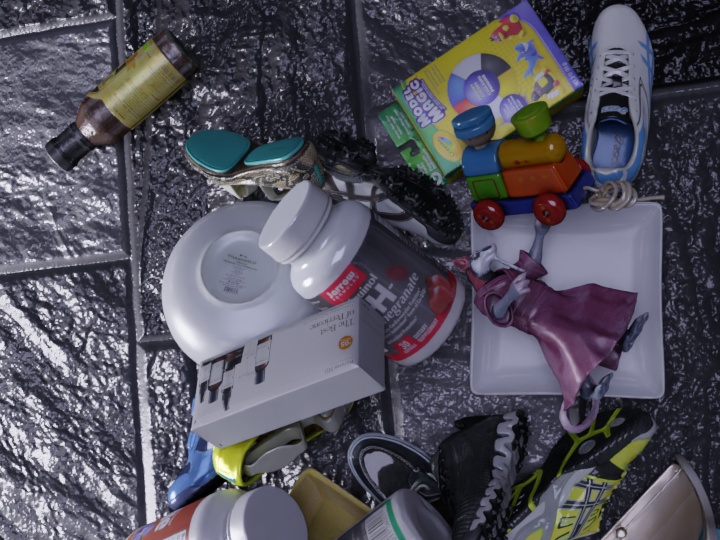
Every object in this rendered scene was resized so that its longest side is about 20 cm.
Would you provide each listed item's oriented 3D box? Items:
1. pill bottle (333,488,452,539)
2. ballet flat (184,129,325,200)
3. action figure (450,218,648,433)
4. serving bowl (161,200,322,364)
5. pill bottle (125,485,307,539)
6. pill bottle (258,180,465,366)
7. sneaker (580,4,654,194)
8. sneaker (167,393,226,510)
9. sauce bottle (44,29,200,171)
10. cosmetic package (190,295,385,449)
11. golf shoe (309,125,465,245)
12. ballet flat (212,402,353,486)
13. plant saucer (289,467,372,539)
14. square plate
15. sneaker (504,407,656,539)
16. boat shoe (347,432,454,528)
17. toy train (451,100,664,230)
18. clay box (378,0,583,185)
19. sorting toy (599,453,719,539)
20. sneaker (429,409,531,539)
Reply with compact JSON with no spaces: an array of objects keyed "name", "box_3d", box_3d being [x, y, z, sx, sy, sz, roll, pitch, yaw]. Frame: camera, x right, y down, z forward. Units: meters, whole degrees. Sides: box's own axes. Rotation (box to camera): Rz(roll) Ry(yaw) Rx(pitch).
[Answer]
[{"name":"pill bottle","box_3d":[-0.002,0.309,0.884,0.200,0.113,0.113,-40,79,11]},{"name":"ballet flat","box_3d":[-0.116,-0.109,1.024,0.199,0.076,0.068,10,50,41]},{"name":"action figure","box_3d":[0.178,0.038,0.937,0.199,0.134,0.150,29,133,24]},{"name":"serving bowl","box_3d":[-0.122,0.009,0.996,0.198,0.066,0.202,-2,67,6]},{"name":"pill bottle","box_3d":[-0.151,0.289,0.947,0.199,0.112,0.113,-30,79,33]},{"name":"pill bottle","box_3d":[0.000,0.000,0.937,0.199,0.111,0.111,36,92,-21]},{"name":"sneaker","box_3d":[0.267,-0.180,0.964,0.071,0.072,0.202,3,84,13]},{"name":"sneaker","box_3d":[-0.152,0.168,1.015,0.082,0.074,0.201,35,83,10]},{"name":"sauce bottle","box_3d":[-0.278,-0.193,1.076,0.200,0.065,0.065,-39,79,4]},{"name":"cosmetic package","box_3d":[-0.071,0.100,0.900,0.199,0.051,0.083,-24,47,25]},{"name":"golf shoe","box_3d":[0.022,-0.071,1.003,0.199,0.078,0.095,36,125,23]},{"name":"ballet flat","box_3d":[-0.060,0.157,0.966,0.199,0.067,0.067,-32,120,-19]},{"name":"plant saucer","box_3d":[-0.017,0.340,0.971,0.199,0.048,0.201,30,93,20]},{"name":"square plate","box_3d":[0.214,0.030,0.976,0.196,0.028,0.202,0,85,11]},{"name":"sneaker","box_3d":[0.223,0.218,0.944,0.200,0.075,0.076,-42,99,7]},{"name":"boat shoe","box_3d":[0.068,0.238,0.963,0.199,0.071,0.072,35,92,12]},{"name":"toy train","box_3d":[0.185,-0.112,0.902,0.199,0.085,0.116,-3,125,41]},{"name":"clay box","box_3d":[0.124,-0.183,1.004,0.199,0.048,0.115,-33,80,6]},{"name":"sorting toy","box_3d":[0.275,0.285,0.862,0.107,0.180,0.200,43,94,12]},{"name":"sneaker","box_3d":[0.106,0.212,0.918,0.090,0.200,0.067,0,124,23]}]
